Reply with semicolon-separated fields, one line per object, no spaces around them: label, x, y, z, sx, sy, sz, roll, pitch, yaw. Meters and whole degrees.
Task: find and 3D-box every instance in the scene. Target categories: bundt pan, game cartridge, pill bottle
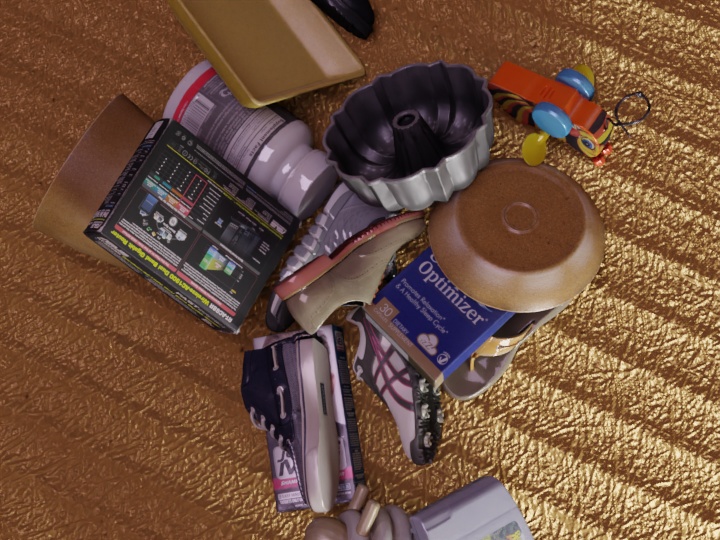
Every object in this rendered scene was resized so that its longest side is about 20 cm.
bundt pan;0.061;-0.142;1.556;0.199;0.076;0.203;-14;43;13
game cartridge;0.138;0.334;1.503;0.041;0.132;0.202;-16;95;54
pill bottle;-0.125;-0.148;1.617;0.199;0.111;0.111;37;93;13

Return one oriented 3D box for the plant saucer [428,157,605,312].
plant saucer;0.174;-0.051;1.532;0.197;0.036;0.202;1;60;-1

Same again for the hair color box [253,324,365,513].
hair color box;-0.058;0.170;1.597;0.099;0.060;0.203;-11;82;11

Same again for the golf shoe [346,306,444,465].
golf shoe;0.041;0.126;1.578;0.087;0.077;0.203;-14;73;18

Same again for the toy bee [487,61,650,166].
toy bee;0.234;-0.160;1.548;0.130;0.109;0.200;-37;48;-3

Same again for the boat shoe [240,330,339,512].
boat shoe;-0.079;0.171;1.533;0.092;0.075;0.202;-11;68;16

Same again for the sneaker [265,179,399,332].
sneaker;-0.019;0.001;1.590;0.115;0.075;0.201;29;81;9

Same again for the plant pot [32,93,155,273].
plant pot;-0.248;-0.070;1.617;0.199;0.186;0.187;35;93;-5

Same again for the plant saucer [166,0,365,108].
plant saucer;-0.119;-0.271;1.610;0.201;0.199;0.049;53;132;13

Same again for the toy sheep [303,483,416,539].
toy sheep;0.027;0.319;1.528;0.198;0.138;0.139;23;90;-16

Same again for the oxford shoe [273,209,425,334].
oxford shoe;0.000;0.000;1.529;0.199;0.070;0.075;-32;92;-21

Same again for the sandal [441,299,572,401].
sandal;0.161;0.061;1.560;0.200;0.054;0.080;-43;78;5

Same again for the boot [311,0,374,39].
boot;-0.017;-0.396;1.633;0.200;0.076;0.168;43;90;6

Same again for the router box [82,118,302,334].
router box;-0.182;-0.047;1.529;0.199;0.062;0.151;39;72;-24

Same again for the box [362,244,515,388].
box;0.113;0.020;1.538;0.200;0.032;0.121;-41;68;-14
